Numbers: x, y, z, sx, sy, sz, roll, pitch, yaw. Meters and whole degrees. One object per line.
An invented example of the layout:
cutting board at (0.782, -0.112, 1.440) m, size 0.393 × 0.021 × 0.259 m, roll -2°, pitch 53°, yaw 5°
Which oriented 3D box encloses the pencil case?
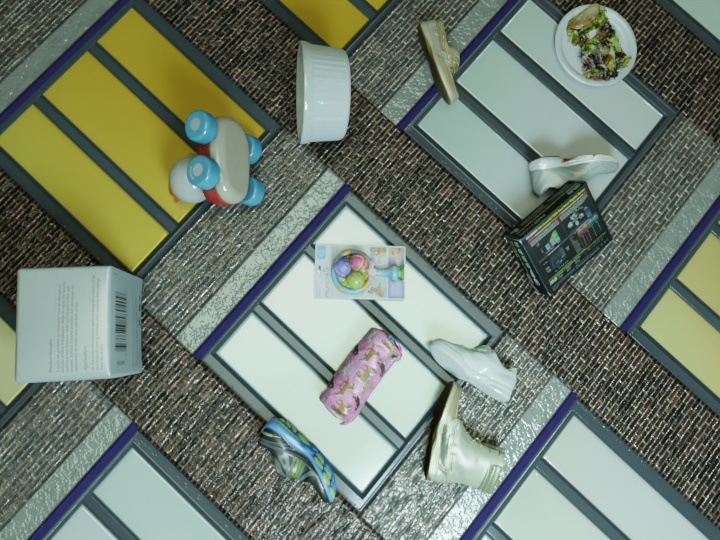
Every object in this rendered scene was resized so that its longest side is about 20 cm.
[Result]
pencil case at (0.001, 0.214, 1.164) m, size 0.083 × 0.086 × 0.201 m, roll 43°, pitch 81°, yaw -28°

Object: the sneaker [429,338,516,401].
sneaker at (0.238, 0.186, 1.195) m, size 0.198 × 0.075 × 0.089 m, roll 33°, pitch 68°, yaw -4°

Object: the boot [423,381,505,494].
boot at (0.221, 0.340, 1.163) m, size 0.151 × 0.072 × 0.204 m, roll 14°, pitch 86°, yaw -1°

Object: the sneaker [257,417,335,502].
sneaker at (-0.126, 0.386, 1.143) m, size 0.199 × 0.071 × 0.083 m, roll 43°, pitch 96°, yaw 4°

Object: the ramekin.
ramekin at (-0.080, -0.366, 1.189) m, size 0.095 × 0.200 × 0.205 m, roll 0°, pitch 81°, yaw -11°

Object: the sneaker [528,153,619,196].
sneaker at (0.471, -0.204, 1.263) m, size 0.195 × 0.076 × 0.094 m, roll -4°, pitch 90°, yaw 4°

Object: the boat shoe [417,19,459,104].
boat shoe at (0.189, -0.474, 1.278) m, size 0.068 × 0.074 × 0.204 m, roll -18°, pitch 82°, yaw 0°

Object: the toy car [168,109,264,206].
toy car at (-0.332, -0.213, 1.186) m, size 0.196 × 0.184 × 0.181 m, roll -9°, pitch 81°, yaw 24°

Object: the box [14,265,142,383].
box at (-0.526, 0.105, 1.089) m, size 0.167 × 0.200 × 0.204 m, roll -2°, pitch 82°, yaw -6°

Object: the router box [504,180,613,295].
router box at (0.421, -0.070, 1.211) m, size 0.199 × 0.062 × 0.151 m, roll -39°, pitch 112°, yaw -9°

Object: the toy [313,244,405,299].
toy at (0.000, 0.000, 1.211) m, size 0.195 × 0.047 × 0.118 m, roll 2°, pitch 80°, yaw -4°

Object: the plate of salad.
plate of salad at (0.549, -0.527, 1.321) m, size 0.195 × 0.048 × 0.205 m, roll 1°, pitch 81°, yaw -4°
